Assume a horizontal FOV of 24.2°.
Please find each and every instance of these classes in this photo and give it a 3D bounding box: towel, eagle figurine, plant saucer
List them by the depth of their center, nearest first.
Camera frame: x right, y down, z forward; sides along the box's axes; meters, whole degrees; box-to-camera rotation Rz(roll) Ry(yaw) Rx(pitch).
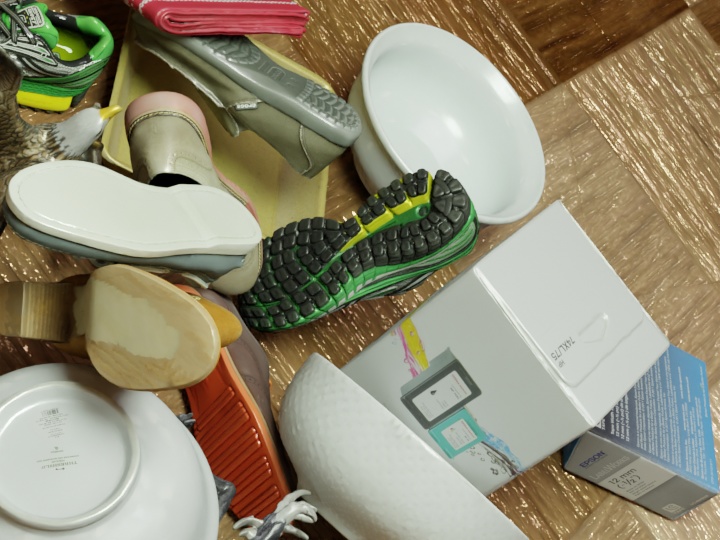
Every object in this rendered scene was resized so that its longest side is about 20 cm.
[{"bbox_3d":[-0.224,-0.075,1.092,0.151,0.151,0.200,35,13,19],"label":"eagle figurine"},{"bbox_3d":[-0.149,-0.226,1.319,0.144,0.023,0.200,-5,29,-39],"label":"towel"},{"bbox_3d":[-0.118,-0.110,1.347,0.199,0.048,0.201,27,46,-25],"label":"plant saucer"}]

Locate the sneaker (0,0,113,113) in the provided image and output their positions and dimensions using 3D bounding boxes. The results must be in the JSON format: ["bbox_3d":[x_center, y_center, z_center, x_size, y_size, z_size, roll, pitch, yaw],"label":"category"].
[{"bbox_3d":[-0.272,-0.172,1.223,0.199,0.085,0.078,-1,62,-42],"label":"sneaker"}]

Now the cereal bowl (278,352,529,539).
[{"bbox_3d":[0.017,0.151,1.161,0.200,0.200,0.083,42,84,-10],"label":"cereal bowl"}]

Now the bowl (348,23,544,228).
[{"bbox_3d":[0.058,-0.107,1.462,0.200,0.090,0.202,24,47,-28],"label":"bowl"}]

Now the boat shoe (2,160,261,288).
[{"bbox_3d":[-0.145,-0.019,1.034,0.200,0.062,0.073,4,46,-52],"label":"boat shoe"}]

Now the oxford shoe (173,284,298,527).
[{"bbox_3d":[-0.083,0.096,1.213,0.072,0.071,0.201,-4,64,-49],"label":"oxford shoe"}]

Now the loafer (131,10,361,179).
[{"bbox_3d":[-0.097,-0.136,1.295,0.200,0.070,0.075,34,25,6],"label":"loafer"}]

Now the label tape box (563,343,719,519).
[{"bbox_3d":[0.221,0.114,1.480,0.199,0.066,0.144,25,46,-25],"label":"label tape box"}]

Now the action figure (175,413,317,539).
[{"bbox_3d":[-0.077,0.190,1.114,0.102,0.119,0.200,-24,73,-41],"label":"action figure"}]

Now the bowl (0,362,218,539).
[{"bbox_3d":[-0.182,0.131,1.017,0.200,0.091,0.202,5,56,-7],"label":"bowl"}]

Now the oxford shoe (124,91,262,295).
[{"bbox_3d":[-0.117,-0.033,1.165,0.200,0.070,0.074,63,16,-51],"label":"oxford shoe"}]

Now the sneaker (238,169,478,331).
[{"bbox_3d":[0.000,0.000,1.267,0.085,0.199,0.078,46,26,-58],"label":"sneaker"}]

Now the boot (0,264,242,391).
[{"bbox_3d":[-0.119,0.034,1.042,0.144,0.200,0.071,6,92,-50],"label":"boot"}]

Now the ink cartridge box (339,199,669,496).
[{"bbox_3d":[0.102,0.075,1.295,0.146,0.200,0.147,52,40,2],"label":"ink cartridge box"}]
